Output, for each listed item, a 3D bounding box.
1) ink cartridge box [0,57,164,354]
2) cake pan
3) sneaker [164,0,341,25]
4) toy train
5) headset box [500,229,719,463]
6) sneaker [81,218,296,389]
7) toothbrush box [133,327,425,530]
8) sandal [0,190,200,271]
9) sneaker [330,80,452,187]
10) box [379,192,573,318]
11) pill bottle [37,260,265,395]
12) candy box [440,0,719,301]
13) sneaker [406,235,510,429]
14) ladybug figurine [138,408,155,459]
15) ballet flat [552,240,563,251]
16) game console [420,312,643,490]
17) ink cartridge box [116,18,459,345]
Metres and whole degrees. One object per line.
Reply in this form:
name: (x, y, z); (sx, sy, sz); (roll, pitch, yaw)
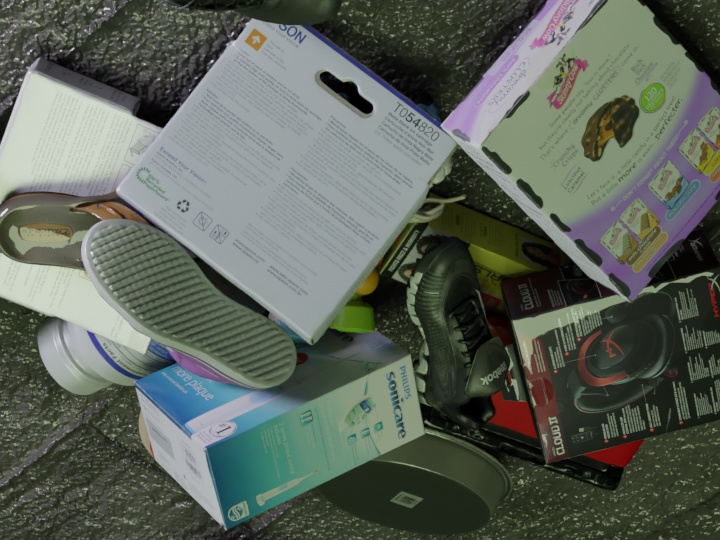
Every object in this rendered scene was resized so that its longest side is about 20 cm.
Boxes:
ink cartridge box: (-0.223, -0.051, 1.575); (0.176, 0.045, 0.200); (23, 112, -5)
cake pan: (0.044, 0.201, 1.801); (0.200, 0.037, 0.200); (11, 152, 6)
sneaker: (-0.110, -0.222, 1.424); (0.199, 0.091, 0.076); (16, 123, -11)
toy train: (0.000, 0.000, 1.559); (0.200, 0.116, 0.085); (-3, 172, 38)
headset box: (0.212, 0.067, 1.599); (0.199, 0.075, 0.149); (-15, 117, 3)
sneaker: (-0.156, 0.034, 1.516); (0.200, 0.073, 0.114); (41, 160, -22)
toothbrush box: (-0.068, 0.117, 1.612); (0.200, 0.146, 0.086); (-22, 120, -22)
sandal: (-0.205, -0.032, 1.527); (0.199, 0.055, 0.082); (0, 112, 5)
sneaker: (-0.026, -0.114, 1.547); (0.199, 0.078, 0.090); (-3, 112, 8)
box: (0.120, 0.002, 1.638); (0.200, 0.050, 0.075); (22, 131, -16)
pill bottle: (-0.186, 0.034, 1.661); (0.200, 0.112, 0.112); (-29, 124, 30)
candy box: (0.189, -0.105, 1.461); (0.168, 0.072, 0.200); (-49, 119, -3)
sneaker: (0.087, 0.057, 1.558); (0.090, 0.066, 0.200); (38, 147, 32)
ladybug figurine: (-0.134, 0.142, 1.746); (0.135, 0.072, 0.200); (-25, 151, -7)
ballet flat: (0.170, -0.085, 1.540); (0.072, 0.072, 0.201); (-9, 131, 15)
game console: (0.155, 0.113, 1.727); (0.200, 0.172, 0.119); (21, 90, -12)
ink cartridge box: (-0.055, -0.079, 1.487); (0.199, 0.200, 0.041); (38, 175, 6)
